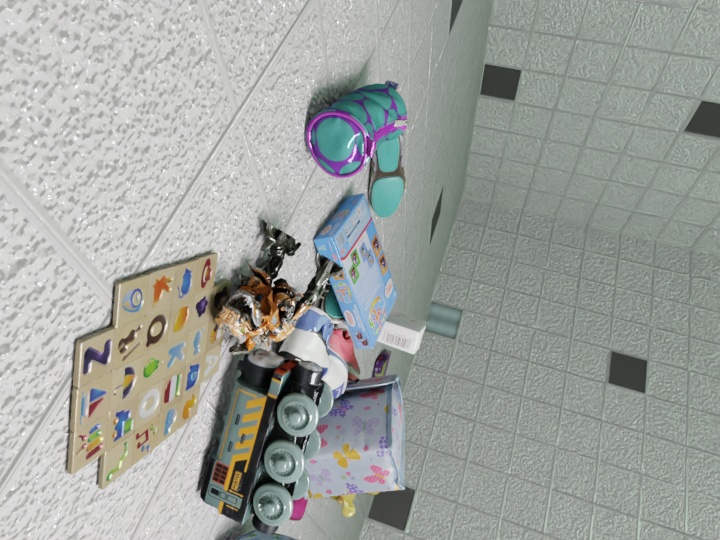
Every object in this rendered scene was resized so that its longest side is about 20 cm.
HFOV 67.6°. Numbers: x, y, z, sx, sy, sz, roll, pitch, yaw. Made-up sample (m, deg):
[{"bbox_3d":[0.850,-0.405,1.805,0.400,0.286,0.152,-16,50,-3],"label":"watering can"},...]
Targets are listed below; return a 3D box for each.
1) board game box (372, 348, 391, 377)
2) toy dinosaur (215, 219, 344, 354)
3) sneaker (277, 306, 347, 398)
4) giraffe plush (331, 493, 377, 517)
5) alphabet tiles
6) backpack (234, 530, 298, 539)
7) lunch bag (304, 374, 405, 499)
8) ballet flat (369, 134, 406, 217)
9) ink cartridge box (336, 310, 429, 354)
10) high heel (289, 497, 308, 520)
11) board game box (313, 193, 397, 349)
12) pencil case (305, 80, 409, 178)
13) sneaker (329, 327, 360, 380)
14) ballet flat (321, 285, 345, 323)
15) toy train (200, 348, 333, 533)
[{"bbox_3d":[0.053,0.359,1.689,0.120,0.032,0.202,-21,125,-70],"label":"board game box"},{"bbox_3d":[-0.096,0.029,0.591,0.137,0.101,0.200,-61,-171,0],"label":"toy dinosaur"},{"bbox_3d":[-0.083,0.147,0.770,0.200,0.080,0.116,78,33,-51],"label":"sneaker"},{"bbox_3d":[-0.021,0.488,1.278,0.162,0.172,0.201,-34,153,-39],"label":"giraffe plush"},{"bbox_3d":[-0.167,0.076,0.456,0.200,0.006,0.168,-35,138,-71],"label":"alphabet tiles"},{"bbox_3d":[-0.103,0.435,0.696,0.183,0.198,0.149,60,47,-71],"label":"backpack"},{"bbox_3d":[-0.016,0.250,0.879,0.201,0.167,0.128,-79,157,-60],"label":"lunch bag"},{"bbox_3d":[0.050,-0.190,0.992,0.202,0.071,0.072,91,18,-49],"label":"ballet flat"},{"bbox_3d":[0.052,0.112,1.106,0.200,0.159,0.051,7,99,-78],"label":"ink cartridge box"},{"bbox_3d":[-0.103,0.337,0.889,0.200,0.067,0.097,130,-14,-85],"label":"high heel"},{"bbox_3d":[0.000,0.000,0.867,0.202,0.036,0.152,69,29,-25],"label":"board game box"},{"bbox_3d":[0.003,-0.191,0.713,0.200,0.091,0.086,-55,156,-56],"label":"pencil case"},{"bbox_3d":[-0.031,0.153,0.987,0.200,0.073,0.088,60,44,-72],"label":"sneaker"},{"bbox_3d":[-0.019,0.028,0.948,0.070,0.069,0.201,91,17,-47],"label":"ballet flat"},{"bbox_3d":[-0.104,0.187,0.595,0.085,0.113,0.202,-23,130,-76],"label":"toy train"}]
